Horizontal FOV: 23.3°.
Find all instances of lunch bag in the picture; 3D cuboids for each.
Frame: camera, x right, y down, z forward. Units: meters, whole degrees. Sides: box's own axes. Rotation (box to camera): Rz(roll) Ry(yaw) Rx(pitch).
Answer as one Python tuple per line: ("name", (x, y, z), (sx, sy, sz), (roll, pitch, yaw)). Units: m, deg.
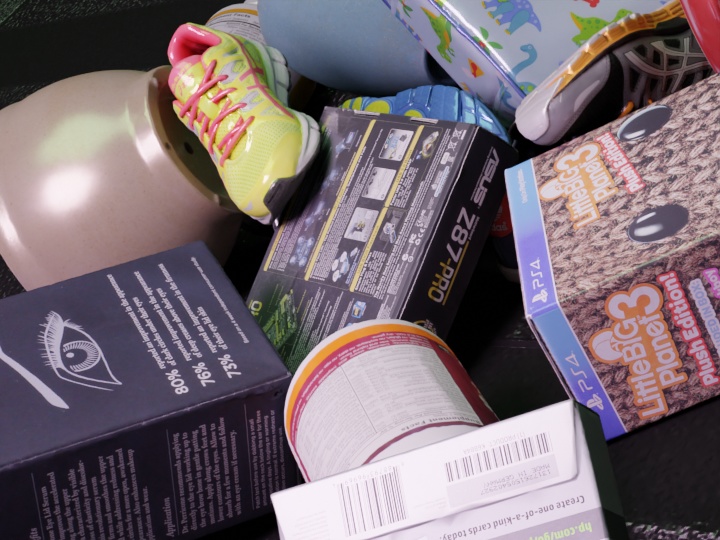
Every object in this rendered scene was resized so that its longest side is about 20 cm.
("lunch bag", (0.118, -0.200, 1.237), (0.160, 0.200, 0.083), (-39, -14, -16))

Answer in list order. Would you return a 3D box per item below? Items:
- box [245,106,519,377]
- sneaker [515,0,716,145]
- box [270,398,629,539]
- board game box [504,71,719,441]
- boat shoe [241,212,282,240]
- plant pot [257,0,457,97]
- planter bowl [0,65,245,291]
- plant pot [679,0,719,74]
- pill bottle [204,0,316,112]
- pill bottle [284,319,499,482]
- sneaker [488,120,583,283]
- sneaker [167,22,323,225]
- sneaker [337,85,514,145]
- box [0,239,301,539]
("box", (0.000, 0.000, 1.100), (0.160, 0.049, 0.202), (12, 78, 50))
("sneaker", (0.174, -0.113, 1.079), (0.199, 0.078, 0.078), (-28, -6, -39))
("box", (0.051, 0.175, 0.752), (0.155, 0.041, 0.202), (-20, 67, 21))
("board game box", (0.193, -0.021, 0.970), (0.198, 0.097, 0.160), (-25, 29, 14))
("boat shoe", (-0.033, -0.038, 1.246), (0.068, 0.074, 0.199), (-46, 33, -15))
("plant pot", (0.037, -0.215, 1.359), (0.200, 0.201, 0.134), (-41, 55, -17))
("planter bowl", (-0.158, -0.062, 1.252), (0.134, 0.200, 0.201), (-30, 27, 26))
("plant pot", (0.290, -0.205, 1.058), (0.181, 0.201, 0.201), (-21, 30, 28))
("pill bottle", (-0.104, -0.145, 1.444), (0.108, 0.110, 0.201), (-10, 35, 34))
("pill bottle", (0.032, 0.114, 0.908), (0.109, 0.110, 0.200), (-32, 29, 0))
("sneaker", (0.145, -0.084, 1.128), (0.075, 0.085, 0.200), (3, 44, 46))
("sneaker", (-0.089, -0.103, 1.174), (0.078, 0.090, 0.201), (-53, 32, 18))
("sneaker", (0.050, -0.085, 1.221), (0.199, 0.082, 0.072), (8, 79, 57))
("box", (-0.152, 0.085, 1.024), (0.198, 0.105, 0.148), (-16, 39, -18))
